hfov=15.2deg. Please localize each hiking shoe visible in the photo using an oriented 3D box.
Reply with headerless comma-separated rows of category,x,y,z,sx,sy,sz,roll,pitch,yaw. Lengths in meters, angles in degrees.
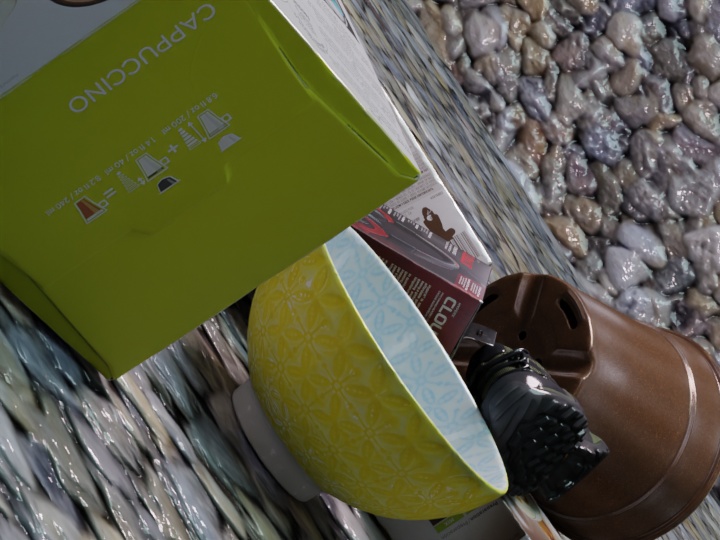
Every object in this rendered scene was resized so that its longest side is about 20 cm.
hiking shoe,0.097,0.092,1.757,0.101,0.076,0.200,46,-1,20

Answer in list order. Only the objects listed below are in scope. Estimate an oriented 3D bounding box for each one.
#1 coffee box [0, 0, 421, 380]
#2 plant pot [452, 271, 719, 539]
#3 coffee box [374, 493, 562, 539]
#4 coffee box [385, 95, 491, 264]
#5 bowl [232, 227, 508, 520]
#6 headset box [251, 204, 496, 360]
coffee box,-0.123,-0.107,1.363,0.200,0.199,0.198,48,13,-44
plant pot,0.174,0.104,2.227,0.198,0.200,0.201,35,22,-47
coffee box,0.087,0.189,1.789,0.200,0.080,0.114,55,10,-4
coffee box,-0.001,-0.054,1.992,0.200,0.080,0.114,58,-25,10
bowl,-0.010,0.076,1.597,0.200,0.108,0.200,54,9,-13
headset box,0.000,0.000,1.775,0.200,0.075,0.149,30,10,1
